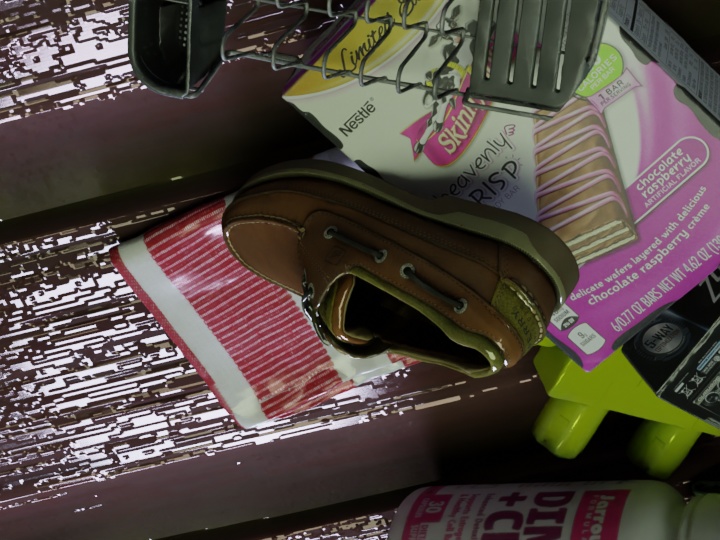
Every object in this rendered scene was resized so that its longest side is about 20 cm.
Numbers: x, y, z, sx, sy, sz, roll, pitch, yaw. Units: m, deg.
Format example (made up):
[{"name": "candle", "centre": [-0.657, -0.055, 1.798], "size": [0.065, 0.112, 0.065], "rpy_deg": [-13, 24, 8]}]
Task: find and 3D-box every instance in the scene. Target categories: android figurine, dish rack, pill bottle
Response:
[{"name": "android figurine", "centre": [0.171, 0.020, 0.960], "size": [0.182, 0.041, 0.200], "rpy_deg": [13, 120, -22]}, {"name": "dish rack", "centre": [0.006, -0.139, 0.769], "size": [0.200, 0.055, 0.153], "rpy_deg": [11, 113, 16]}, {"name": "pill bottle", "centre": [0.123, 0.172, 1.015], "size": [0.200, 0.113, 0.113], "rpy_deg": [-5, 132, 26]}]

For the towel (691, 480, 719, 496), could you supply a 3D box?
[{"name": "towel", "centre": [0.300, 0.176, 1.051], "size": [0.200, 0.031, 0.149], "rpy_deg": [-2, 138, 44]}]

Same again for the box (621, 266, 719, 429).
[{"name": "box", "centre": [0.250, 0.004, 0.917], "size": [0.160, 0.044, 0.200], "rpy_deg": [26, 109, -33]}]

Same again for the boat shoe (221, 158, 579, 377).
[{"name": "boat shoe", "centre": [0.000, 0.000, 0.844], "size": [0.200, 0.068, 0.072], "rpy_deg": [9, 144, 44]}]

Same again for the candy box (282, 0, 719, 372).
[{"name": "candy box", "centre": [0.084, -0.067, 0.850], "size": [0.200, 0.061, 0.136], "rpy_deg": [41, 118, -11]}]

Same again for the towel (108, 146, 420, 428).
[{"name": "towel", "centre": [-0.010, 0.003, 0.962], "size": [0.200, 0.023, 0.144], "rpy_deg": [-22, 126, 15]}]
